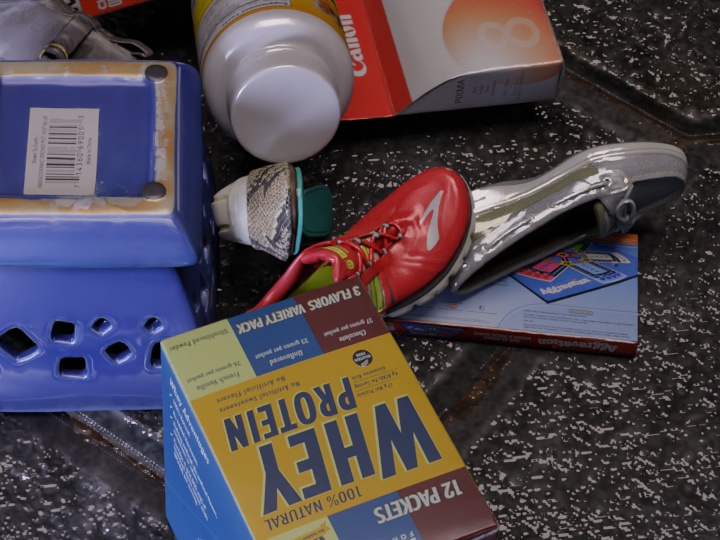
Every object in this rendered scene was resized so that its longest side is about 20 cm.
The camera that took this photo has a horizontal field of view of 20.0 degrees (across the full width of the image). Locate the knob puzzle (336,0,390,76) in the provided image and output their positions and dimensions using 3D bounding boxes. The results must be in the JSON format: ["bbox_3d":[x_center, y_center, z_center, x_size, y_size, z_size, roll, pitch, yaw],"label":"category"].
[{"bbox_3d":[-0.032,-0.213,1.653,0.218,0.031,0.220,2,52,-3],"label":"knob puzzle"}]

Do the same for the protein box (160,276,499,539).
[{"bbox_3d":[-0.026,0.154,1.258,0.134,0.200,0.199,-18,55,-17],"label":"protein box"}]

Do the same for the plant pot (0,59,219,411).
[{"bbox_3d":[-0.196,-0.033,1.407,0.199,0.180,0.201,1,52,-5],"label":"plant pot"}]

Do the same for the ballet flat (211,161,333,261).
[{"bbox_3d":[-0.066,-0.041,1.437,0.075,0.200,0.068,0,91,5],"label":"ballet flat"}]

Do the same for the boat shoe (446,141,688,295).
[{"bbox_3d":[0.147,-0.038,1.482,0.201,0.075,0.065,-16,62,-10],"label":"boat shoe"}]

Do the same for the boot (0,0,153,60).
[{"bbox_3d":[-0.275,-0.149,1.544,0.174,0.200,0.069,46,22,-4],"label":"boot"}]

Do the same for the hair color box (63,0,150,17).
[{"bbox_3d":[-0.156,-0.255,1.600,0.199,0.064,0.111,-17,21,1],"label":"hair color box"}]

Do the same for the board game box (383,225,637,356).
[{"bbox_3d":[0.103,0.008,1.497,0.199,0.019,0.103,6,53,1],"label":"board game box"}]

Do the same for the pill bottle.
[{"bbox_3d":[-0.064,-0.160,1.482,0.109,0.110,0.200,-3,34,-7],"label":"pill bottle"}]

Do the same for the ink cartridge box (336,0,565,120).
[{"bbox_3d":[0.043,-0.197,1.596,0.199,0.050,0.163,-5,52,-13],"label":"ink cartridge box"}]

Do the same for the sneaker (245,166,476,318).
[{"bbox_3d":[0.000,0.000,1.421,0.200,0.085,0.077,-43,66,-5],"label":"sneaker"}]
